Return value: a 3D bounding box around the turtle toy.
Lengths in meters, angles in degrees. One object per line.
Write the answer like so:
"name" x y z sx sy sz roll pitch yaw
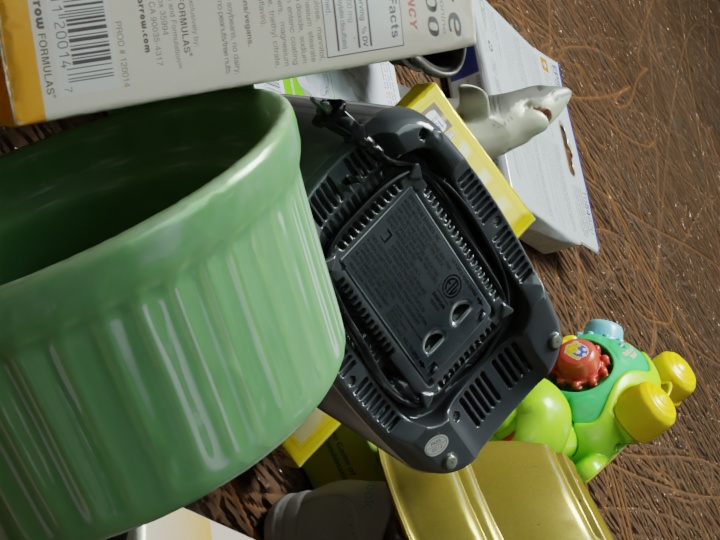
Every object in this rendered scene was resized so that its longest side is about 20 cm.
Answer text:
"turtle toy" 0.145 0.100 1.069 0.101 0.146 0.200 51 26 5

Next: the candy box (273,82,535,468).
"candy box" 0.000 0.000 0.806 0.200 0.026 0.102 -46 111 -20

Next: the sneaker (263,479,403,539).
"sneaker" 0.024 0.204 0.788 0.200 0.088 0.075 67 24 -9

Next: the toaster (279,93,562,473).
"toaster" -0.007 -0.004 0.701 0.114 0.129 0.200 -48 124 -17

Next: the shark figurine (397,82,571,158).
"shark figurine" 0.036 -0.126 1.088 0.214 0.128 0.090 19 28 -38

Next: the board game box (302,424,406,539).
"board game box" 0.029 0.144 0.887 0.200 0.048 0.102 66 26 -12

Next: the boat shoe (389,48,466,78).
"boat shoe" 0.017 -0.167 0.771 0.057 0.067 0.200 35 -12 25

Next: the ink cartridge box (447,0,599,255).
"ink cartridge box" 0.135 -0.119 1.290 0.200 0.041 0.200 25 51 -57

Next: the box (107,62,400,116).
"box" -0.065 -0.152 0.846 0.176 0.097 0.200 9 65 -62

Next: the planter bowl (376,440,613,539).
"planter bowl" 0.090 0.152 0.775 0.201 0.083 0.200 60 6 -10

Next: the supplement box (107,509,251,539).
"supplement box" -0.059 0.185 0.635 0.200 0.073 0.126 36 41 -50

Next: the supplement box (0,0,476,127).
"supplement box" -0.070 -0.111 0.606 0.200 0.126 0.074 -14 104 -30

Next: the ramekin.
"ramekin" -0.102 0.017 0.549 0.200 0.200 0.098 -57 131 -59
